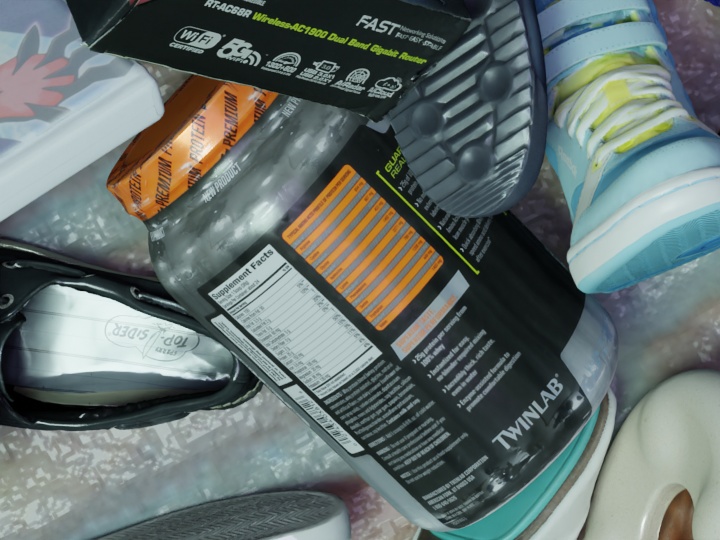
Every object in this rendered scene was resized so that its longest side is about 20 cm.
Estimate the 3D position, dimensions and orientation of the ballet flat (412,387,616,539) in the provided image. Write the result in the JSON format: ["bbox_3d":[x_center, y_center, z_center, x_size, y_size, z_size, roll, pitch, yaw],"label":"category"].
[{"bbox_3d":[0.051,0.134,1.020,0.069,0.069,0.200,40,70,-6],"label":"ballet flat"}]

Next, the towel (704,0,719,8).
[{"bbox_3d":[0.188,-0.216,0.992,0.200,0.050,0.148,-41,96,4],"label":"towel"}]

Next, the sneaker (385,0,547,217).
[{"bbox_3d":[0.047,-0.110,0.952,0.070,0.082,0.201,-20,68,27],"label":"sneaker"}]

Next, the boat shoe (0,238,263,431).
[{"bbox_3d":[-0.137,0.032,1.009,0.198,0.066,0.075,11,100,-3],"label":"boat shoe"}]

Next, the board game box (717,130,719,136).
[{"bbox_3d":[0.241,0.004,0.966,0.200,0.165,0.057,37,95,-6],"label":"board game box"}]

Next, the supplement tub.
[{"bbox_3d":[0.000,0.000,0.971,0.122,0.123,0.200,-44,103,4],"label":"supplement tub"}]

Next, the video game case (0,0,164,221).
[{"bbox_3d":[-0.200,-0.057,0.861,0.199,0.182,0.023,-34,141,-19],"label":"video game case"}]

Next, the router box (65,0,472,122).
[{"bbox_3d":[-0.060,-0.160,0.897,0.062,0.149,0.201,-43,57,30],"label":"router box"}]

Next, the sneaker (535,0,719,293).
[{"bbox_3d":[0.099,-0.062,0.942,0.079,0.200,0.131,-20,87,-1],"label":"sneaker"}]

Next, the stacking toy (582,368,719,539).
[{"bbox_3d":[0.206,0.128,1.017,0.199,0.146,0.147,11,98,-20],"label":"stacking toy"}]

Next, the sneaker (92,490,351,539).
[{"bbox_3d":[-0.084,0.172,1.032,0.199,0.074,0.116,-18,100,11],"label":"sneaker"}]
